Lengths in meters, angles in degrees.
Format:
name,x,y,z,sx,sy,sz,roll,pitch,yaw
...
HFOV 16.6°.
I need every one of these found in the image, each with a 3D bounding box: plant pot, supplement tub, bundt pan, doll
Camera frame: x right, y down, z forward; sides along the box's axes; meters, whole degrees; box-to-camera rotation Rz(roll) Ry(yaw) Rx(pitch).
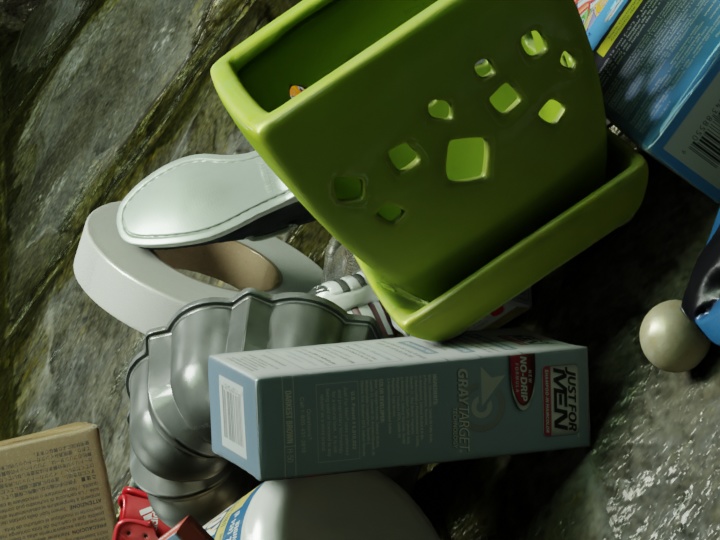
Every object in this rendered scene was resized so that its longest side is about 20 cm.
name,x,y,z,sx,sy,sz,roll,pitch,yaw
plant pot,0.048,-0.084,1.457,0.199,0.182,0.199,-34,18,0
supplement tub,-0.054,0.211,1.451,0.200,0.144,0.145,-38,27,41
bundt pan,-0.054,0.110,1.518,0.202,0.201,0.076,-43,23,34
doll,0.216,-0.010,1.290,0.200,0.048,0.137,-42,24,36

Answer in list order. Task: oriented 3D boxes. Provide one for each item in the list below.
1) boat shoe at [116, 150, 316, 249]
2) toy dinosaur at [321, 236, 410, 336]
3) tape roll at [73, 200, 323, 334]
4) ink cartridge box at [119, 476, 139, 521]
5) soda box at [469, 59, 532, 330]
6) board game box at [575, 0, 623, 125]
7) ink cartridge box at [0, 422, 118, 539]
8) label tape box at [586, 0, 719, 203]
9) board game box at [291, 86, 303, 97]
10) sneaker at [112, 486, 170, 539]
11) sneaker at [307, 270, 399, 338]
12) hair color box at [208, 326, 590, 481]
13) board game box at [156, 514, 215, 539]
name,x,y,z,sx,sy,sz,roll,pitch,yaw
boat shoe,-0.077,-0.052,1.780,0.198,0.060,0.076,-15,61,13
toy dinosaur,0.000,0.000,1.740,0.103,0.077,0.200,-68,18,-10
tape roll,-0.113,0.007,1.823,0.203,0.201,0.037,-107,34,-65
ink cartridge box,-0.109,0.115,1.844,0.116,0.066,0.201,-42,25,39
soda box,0.067,-0.057,1.621,0.068,0.063,0.201,-35,44,46
board game box,0.130,-0.124,1.690,0.200,0.034,0.135,-40,26,40
ink cartridge box,-0.269,0.209,1.756,0.075,0.198,0.166,176,83,-75
label tape box,0.206,-0.140,1.490,0.144,0.066,0.200,-55,18,8
board game box,0.029,-0.229,1.958,0.200,0.026,0.200,-48,0,-25
sneaker,-0.099,0.175,1.656,0.200,0.115,0.079,-46,22,30
sneaker,-0.008,0.094,1.640,0.075,0.116,0.200,-21,-23,-18
hair color box,0.022,0.074,1.407,0.099,0.198,0.061,-162,69,-70
board game box,-0.057,0.231,1.355,0.103,0.200,0.019,-38,7,40
